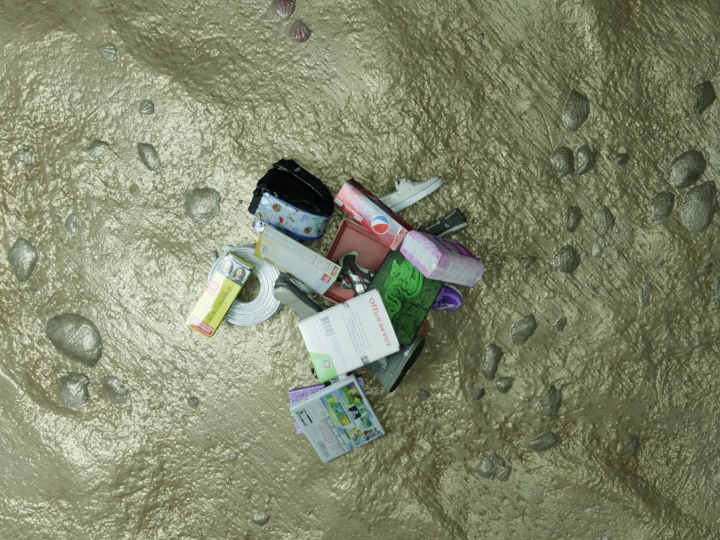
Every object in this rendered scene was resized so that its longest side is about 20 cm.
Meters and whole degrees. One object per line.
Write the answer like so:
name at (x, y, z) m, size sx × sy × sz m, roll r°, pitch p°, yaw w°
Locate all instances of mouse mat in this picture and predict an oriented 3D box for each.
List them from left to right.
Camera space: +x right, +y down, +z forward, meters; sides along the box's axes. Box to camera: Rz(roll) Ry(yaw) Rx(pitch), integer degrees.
mouse mat at (0.096, 0.060, 1.331) m, size 0.159 × 0.008 × 0.202 m, roll 30°, pitch 71°, yaw 6°

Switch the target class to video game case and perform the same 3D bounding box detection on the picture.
video game case at (-0.056, 0.376, 1.396) m, size 0.180 × 0.022 × 0.202 m, roll -26°, pitch 116°, yaw 2°

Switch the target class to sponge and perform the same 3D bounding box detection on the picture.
sponge at (-0.081, 0.346, 1.431) m, size 0.196 × 0.030 × 0.114 m, roll -11°, pitch 93°, yaw -4°

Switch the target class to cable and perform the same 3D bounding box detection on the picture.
cable at (-0.282, 0.037, 1.381) m, size 0.196 × 0.069 × 0.205 m, roll -1°, pitch 92°, yaw -2°

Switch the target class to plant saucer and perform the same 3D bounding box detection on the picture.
plant saucer at (0.000, 0.000, 1.412) m, size 0.197 × 0.037 × 0.202 m, roll 26°, pitch 90°, yaw -11°

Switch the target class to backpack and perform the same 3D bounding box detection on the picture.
backpack at (-0.161, -0.148, 1.329) m, size 0.187 × 0.201 × 0.156 m, roll 20°, pitch 123°, yaw -2°

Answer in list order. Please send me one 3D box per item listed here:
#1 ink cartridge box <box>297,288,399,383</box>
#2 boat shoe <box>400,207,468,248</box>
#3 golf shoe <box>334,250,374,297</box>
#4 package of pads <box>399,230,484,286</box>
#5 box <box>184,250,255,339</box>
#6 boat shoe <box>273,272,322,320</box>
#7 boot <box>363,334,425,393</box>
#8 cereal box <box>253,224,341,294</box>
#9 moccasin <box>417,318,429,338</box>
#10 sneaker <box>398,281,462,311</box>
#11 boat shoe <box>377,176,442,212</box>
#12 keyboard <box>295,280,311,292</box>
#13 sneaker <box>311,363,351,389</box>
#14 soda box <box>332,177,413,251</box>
ink cartridge box at (-0.023, 0.146, 1.265) m, size 0.197 × 0.084 × 0.148 m, roll -22°, pitch 87°, yaw 5°
boat shoe at (0.181, -0.100, 1.410) m, size 0.197 × 0.067 × 0.058 m, roll -23°, pitch 76°, yaw -16°
golf shoe at (0.014, 0.045, 1.363) m, size 0.088 × 0.077 × 0.201 m, roll -42°, pitch 100°, yaw -9°
package of pads at (0.201, -0.028, 1.340) m, size 0.198 × 0.121 × 0.076 m, roll 11°, pitch 119°, yaw -44°
box at (-0.334, 0.057, 1.321) m, size 0.075 × 0.050 × 0.202 m, roll 33°, pitch 93°, yaw -5°
boat shoe at (-0.140, 0.078, 1.363) m, size 0.066 × 0.200 × 0.058 m, roll -14°, pitch 49°, yaw 27°
boot at (0.042, 0.179, 1.371) m, size 0.200 × 0.072 × 0.183 m, roll 42°, pitch 106°, yaw 25°
cereal box at (-0.151, -0.022, 1.298) m, size 0.198 × 0.144 × 0.040 m, roll 30°, pitch 67°, yaw -8°
moccasin at (0.114, 0.208, 1.415) m, size 0.073 × 0.078 × 0.203 m, roll 37°, pitch 90°, yaw -5°
sneaker at (0.170, 0.070, 1.396) m, size 0.196 × 0.084 × 0.082 m, roll 14°, pitch 112°, yaw -18°
boat shoe at (0.112, -0.200, 1.405) m, size 0.197 × 0.071 × 0.071 m, roll -27°, pitch 97°, yaw 4°
keyboard at (-0.127, 0.019, 1.424) m, size 0.197 × 0.011 × 0.057 m, roll -27°, pitch 94°, yaw -3°
sneaker at (-0.092, 0.219, 1.368) m, size 0.086 × 0.074 × 0.202 m, roll -22°, pitch 113°, yaw 6°
soda box at (0.032, -0.137, 1.352) m, size 0.199 × 0.070 × 0.064 m, roll 40°, pitch 110°, yaw 2°
